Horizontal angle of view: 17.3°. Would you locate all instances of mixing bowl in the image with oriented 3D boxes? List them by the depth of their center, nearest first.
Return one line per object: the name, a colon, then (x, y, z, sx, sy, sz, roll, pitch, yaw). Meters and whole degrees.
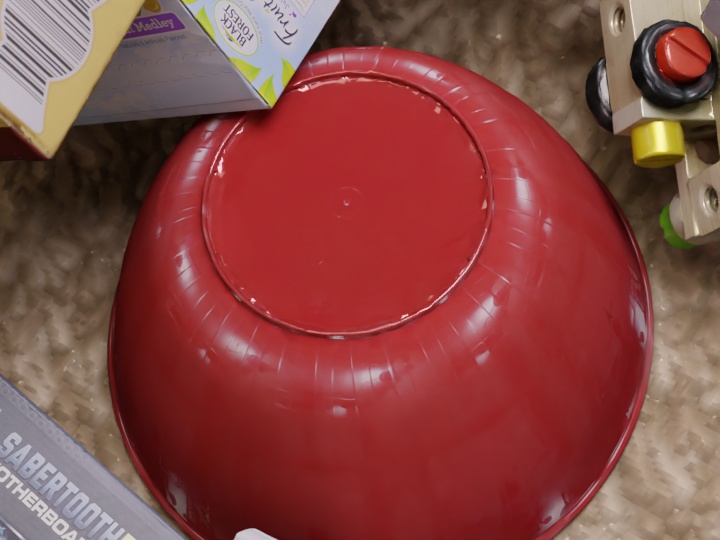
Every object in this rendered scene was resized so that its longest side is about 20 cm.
mixing bowl: (0.000, 0.000, 0.805, 0.199, 0.109, 0.201, -3, 64, 6)

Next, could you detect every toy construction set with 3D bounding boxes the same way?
toy construction set: (0.139, -0.086, 0.827, 0.130, 0.092, 0.201, 1, 61, -23)

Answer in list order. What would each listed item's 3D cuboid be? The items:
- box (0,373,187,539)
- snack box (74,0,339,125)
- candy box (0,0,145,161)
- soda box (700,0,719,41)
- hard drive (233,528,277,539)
box: (-0.127, 0.134, 0.788, 0.200, 0.051, 0.158, 38, 75, 22)
snack box: (-0.058, -0.146, 0.846, 0.168, 0.068, 0.201, -2, 50, 45)
candy box: (-0.101, -0.126, 0.756, 0.116, 0.056, 0.201, -1, 55, 47)
soda box: (0.201, -0.041, 0.730, 0.068, 0.064, 0.200, -30, 71, -29)
hard drive: (0.063, 0.140, 0.705, 0.199, 0.132, 0.026, 24, 83, 24)
